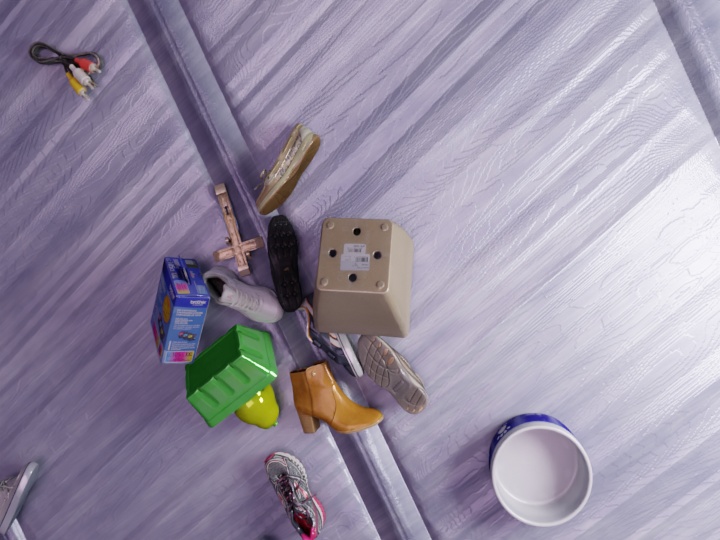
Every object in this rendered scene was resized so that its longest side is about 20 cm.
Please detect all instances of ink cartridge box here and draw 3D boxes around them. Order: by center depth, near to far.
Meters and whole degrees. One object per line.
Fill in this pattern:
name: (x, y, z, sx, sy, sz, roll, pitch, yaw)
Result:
ink cartridge box: (-0.375, 0.069, 1.118, 0.137, 0.074, 0.205, 50, 125, 45)

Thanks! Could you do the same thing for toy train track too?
toy train track: (-0.277, -0.089, 1.156, 0.111, 0.033, 0.207, -17, 86, -6)

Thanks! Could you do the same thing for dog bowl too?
dog bowl: (0.359, 0.401, 1.088, 0.192, 0.079, 0.209, 1, 95, 8)

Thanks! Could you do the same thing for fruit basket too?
fruit basket: (-0.253, 0.246, 1.160, 0.208, 0.158, 0.221, -11, 131, -13)

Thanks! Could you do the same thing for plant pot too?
plant pot: (0.000, 0.000, 1.026, 0.192, 0.178, 0.208, 3, 70, 8)

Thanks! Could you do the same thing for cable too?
cable: (-0.648, -0.465, 1.182, 0.197, 0.050, 0.099, 33, 98, 3)

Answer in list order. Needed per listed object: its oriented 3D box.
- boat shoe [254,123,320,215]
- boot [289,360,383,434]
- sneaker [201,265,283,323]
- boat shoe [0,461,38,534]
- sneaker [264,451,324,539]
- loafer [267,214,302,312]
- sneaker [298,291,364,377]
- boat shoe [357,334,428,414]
boat shoe: (-0.161, -0.209, 1.124, 0.062, 0.073, 0.202, 36, 89, 10)
boot: (-0.055, 0.265, 1.144, 0.194, 0.071, 0.150, -9, 97, 15)
sneaker: (-0.258, 0.061, 1.143, 0.194, 0.099, 0.080, 24, 97, 6)
boat shoe: (-0.850, 0.534, 1.290, 0.084, 0.075, 0.205, 29, 106, -12)
sneaker: (-0.144, 0.492, 1.178, 0.080, 0.075, 0.203, -35, 88, 10)
loafer: (-0.165, -0.013, 1.139, 0.066, 0.070, 0.208, -6, 78, -21)
sneaker: (-0.064, 0.142, 1.133, 0.078, 0.078, 0.204, -29, 79, 5)
boat shoe: (0.065, 0.209, 1.121, 0.074, 0.073, 0.202, -37, 94, 13)
